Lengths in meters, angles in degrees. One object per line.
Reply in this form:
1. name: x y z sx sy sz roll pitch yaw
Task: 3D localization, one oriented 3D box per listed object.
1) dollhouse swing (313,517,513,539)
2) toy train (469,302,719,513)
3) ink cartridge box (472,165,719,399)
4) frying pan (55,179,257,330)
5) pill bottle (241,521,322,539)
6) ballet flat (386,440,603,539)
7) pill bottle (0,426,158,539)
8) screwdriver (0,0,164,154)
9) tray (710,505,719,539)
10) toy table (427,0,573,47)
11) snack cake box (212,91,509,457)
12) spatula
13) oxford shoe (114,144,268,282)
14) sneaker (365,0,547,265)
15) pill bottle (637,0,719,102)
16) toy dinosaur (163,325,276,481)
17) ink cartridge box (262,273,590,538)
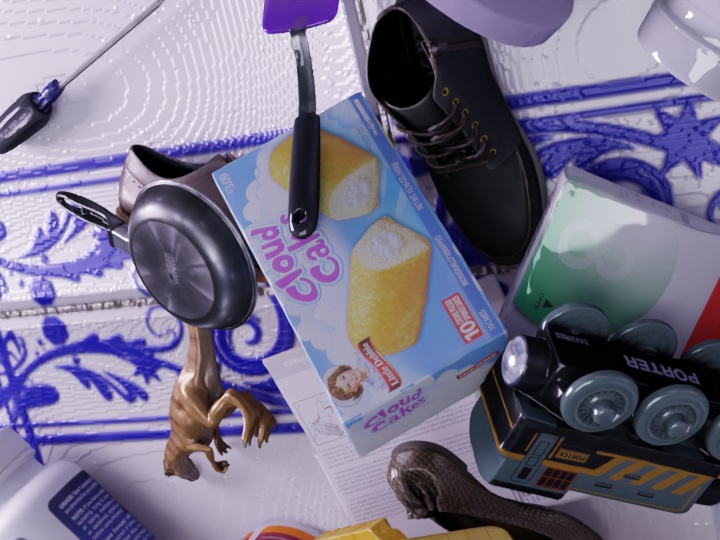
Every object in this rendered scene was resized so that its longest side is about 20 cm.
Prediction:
1. dollhouse swing: 0.098 0.215 0.939 0.183 0.175 0.200 60 157 3
2. toy train: 0.162 0.091 0.836 0.199 0.086 0.114 14 126 -23
3. ink cartridge box: 0.190 0.044 0.879 0.199 0.050 0.162 23 111 3
4. frying pan: -0.146 -0.029 0.944 0.190 0.031 0.115 37 138 15
5. pill bottle: -0.085 0.284 1.032 0.109 0.200 0.110 8 115 19
6. ballet flat: 0.097 0.179 0.947 0.199 0.047 0.067 34 133 -27
7. pill bottle: -0.246 0.227 1.121 0.200 0.120 0.120 43 121 1
8. screwdriver: -0.209 -0.146 1.002 0.200 0.028 0.029 -38 66 28
9. tray: 0.339 0.178 0.912 0.198 0.022 0.108 -4 118 24
10. toy table: 0.070 -0.239 0.776 0.200 0.184 0.117 38 138 -7
11. snack cake box: 0.000 0.000 0.877 0.114 0.067 0.201 -29 64 -3
12. spatula: -0.036 -0.115 0.880 0.056 0.021 0.202 -8 73 19
13. oxford shoe: -0.087 -0.041 0.972 0.198 0.071 0.074 13 112 17
14. sneaker: 0.055 -0.082 0.874 0.074 0.106 0.201 -15 105 27
15. pill bottle: 0.237 -0.194 0.749 0.112 0.113 0.201 32 119 6
16. toy dinosaur: -0.120 0.093 1.047 0.105 0.060 0.202 18 117 16
17. ink cartridge box: 0.054 0.102 0.988 0.199 0.045 0.177 -21 103 27
